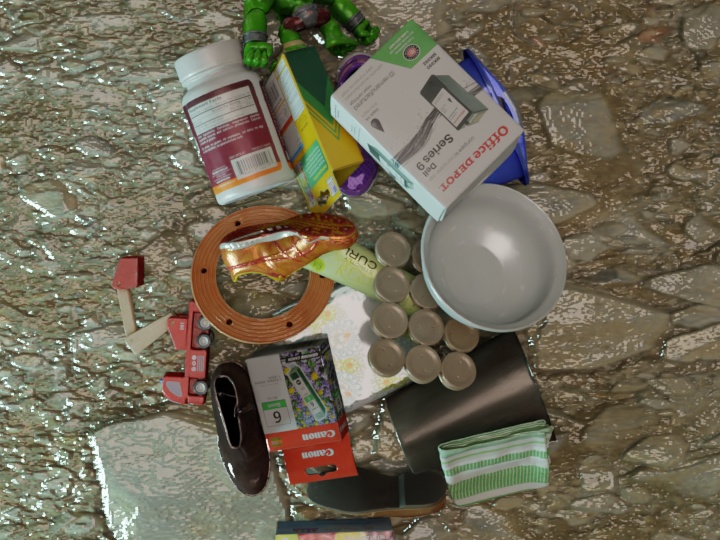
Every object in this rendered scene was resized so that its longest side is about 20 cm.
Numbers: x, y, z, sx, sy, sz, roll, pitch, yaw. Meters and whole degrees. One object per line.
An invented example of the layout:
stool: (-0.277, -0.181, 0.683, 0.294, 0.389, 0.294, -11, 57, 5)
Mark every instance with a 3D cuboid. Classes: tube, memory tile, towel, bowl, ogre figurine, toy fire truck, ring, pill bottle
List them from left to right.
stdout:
toy fire truck: (-0.275, 0.084, 1.445, 0.140, 0.049, 0.201, 4, 94, -2)
pill bottle: (-0.173, -0.200, 1.401, 0.114, 0.114, 0.201, -20, 94, -1)
ring: (-0.134, 0.006, 1.432, 0.199, 0.019, 0.202, 0, 71, -1)
ogre figurine: (-0.078, -0.344, 1.402, 0.199, 0.098, 0.120, -20, 84, -7)
towel: (-0.014, 0.103, 1.459, 0.199, 0.048, 0.172, -25, 96, 0)
tube: (0.000, 0.000, 1.405, 0.199, 0.052, 0.058, 28, 65, -3)
memory tile: (0.086, 0.053, 1.372, 0.152, 0.017, 0.201, 10, 69, -13)
bowl: (0.160, -0.006, 1.356, 0.200, 0.090, 0.202, 5, 71, -15)
towel: (0.188, 0.266, 1.411, 0.152, 0.200, 0.023, -13, 57, 1)

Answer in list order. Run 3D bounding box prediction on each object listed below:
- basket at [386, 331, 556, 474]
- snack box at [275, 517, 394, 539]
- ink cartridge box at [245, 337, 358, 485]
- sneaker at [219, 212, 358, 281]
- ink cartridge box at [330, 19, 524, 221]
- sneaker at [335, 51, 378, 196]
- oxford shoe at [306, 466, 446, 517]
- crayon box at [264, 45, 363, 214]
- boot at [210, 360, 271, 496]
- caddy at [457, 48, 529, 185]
basket: (0.147, 0.193, 1.428, 0.199, 0.136, 0.181, -22, 118, 4)
snack box: (-0.035, 0.458, 1.466, 0.168, 0.068, 0.201, -2, 95, -3)
ink cartridge box: (-0.078, 0.201, 1.418, 0.108, 0.050, 0.201, -11, 98, 13)
sneaker: (-0.090, -0.028, 1.375, 0.199, 0.073, 0.077, -8, 115, 26)
ink cartridge box: (0.082, -0.184, 1.286, 0.200, 0.084, 0.146, 45, 83, 5)
sneaker: (-0.007, -0.202, 1.421, 0.080, 0.088, 0.201, 4, 95, -4)
oxford shoe: (0.023, 0.324, 1.465, 0.199, 0.071, 0.072, 2, 52, 10)
crayon box: (-0.060, -0.179, 1.381, 0.051, 0.126, 0.201, -19, 83, -23)
boot: (-0.168, 0.224, 1.398, 0.072, 0.166, 0.201, -10, 93, -1)
caddy: (0.165, -0.198, 1.402, 0.105, 0.141, 0.201, -25, 95, 2)
